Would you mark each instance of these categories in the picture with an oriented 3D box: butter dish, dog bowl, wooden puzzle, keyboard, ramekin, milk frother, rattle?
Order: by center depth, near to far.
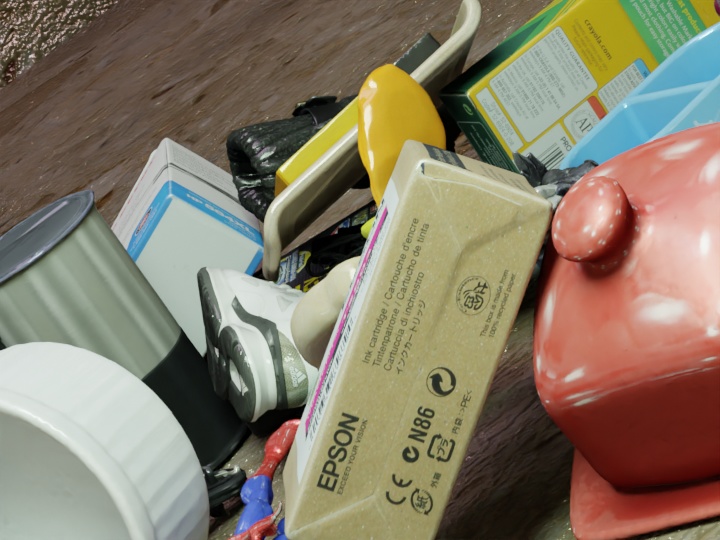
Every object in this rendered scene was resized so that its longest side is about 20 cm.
[{"bbox_3d":[0.151,0.006,1.309,0.200,0.148,0.200,-20,47,42],"label":"butter dish"},{"bbox_3d":[0.000,0.000,1.575,0.130,0.143,0.200,-30,-15,-17],"label":"rattle"},{"bbox_3d":[-0.184,0.139,1.587,0.200,0.201,0.098,-23,12,35],"label":"ramekin"},{"bbox_3d":[0.196,-0.089,1.639,0.200,0.050,0.111,-42,17,-27],"label":"dog bowl"},{"bbox_3d":[0.039,-0.026,1.710,0.104,0.040,0.200,-24,15,-33],"label":"keyboard"},{"bbox_3d":[-0.162,0.069,1.743,0.200,0.188,0.181,-13,27,51],"label":"milk frother"},{"bbox_3d":[-0.001,-0.085,1.744,0.200,0.037,0.185,-48,-3,-7],"label":"wooden puzzle"}]

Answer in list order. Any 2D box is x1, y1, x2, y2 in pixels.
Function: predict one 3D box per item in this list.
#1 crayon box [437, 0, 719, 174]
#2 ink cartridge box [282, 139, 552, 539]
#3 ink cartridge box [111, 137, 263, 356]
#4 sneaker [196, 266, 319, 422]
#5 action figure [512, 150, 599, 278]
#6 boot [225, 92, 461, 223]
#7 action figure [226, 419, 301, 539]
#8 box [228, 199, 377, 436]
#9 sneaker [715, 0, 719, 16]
[{"bbox_3d":[0.164,-0.121,1.751,0.200,0.126,0.052,-39,16,-15],"label":"crayon box"},{"bbox_3d":[0.025,0.040,1.386,0.165,0.075,0.200,-115,44,-84],"label":"ink cartridge box"},{"bbox_3d":[-0.141,0.002,1.980,0.146,0.084,0.200,-59,11,11],"label":"ink cartridge box"},{"bbox_3d":[-0.035,0.041,1.714,0.115,0.076,0.201,-10,17,-10],"label":"sneaker"},{"bbox_3d":[0.130,-0.007,1.522,0.102,0.119,0.200,-38,21,-29],"label":"action figure"},{"bbox_3d":[-0.017,-0.080,1.939,0.158,0.080,0.211,-27,-12,-9],"label":"boot"},{"bbox_3d":[-0.039,0.144,1.503,0.099,0.065,0.200,-35,13,33],"label":"action figure"},{"bbox_3d":[-0.013,0.019,1.848,0.160,0.044,0.200,-31,16,12],"label":"box"},{"bbox_3d":[0.247,-0.171,1.832,0.200,0.081,0.088,-21,18,15],"label":"sneaker"}]
